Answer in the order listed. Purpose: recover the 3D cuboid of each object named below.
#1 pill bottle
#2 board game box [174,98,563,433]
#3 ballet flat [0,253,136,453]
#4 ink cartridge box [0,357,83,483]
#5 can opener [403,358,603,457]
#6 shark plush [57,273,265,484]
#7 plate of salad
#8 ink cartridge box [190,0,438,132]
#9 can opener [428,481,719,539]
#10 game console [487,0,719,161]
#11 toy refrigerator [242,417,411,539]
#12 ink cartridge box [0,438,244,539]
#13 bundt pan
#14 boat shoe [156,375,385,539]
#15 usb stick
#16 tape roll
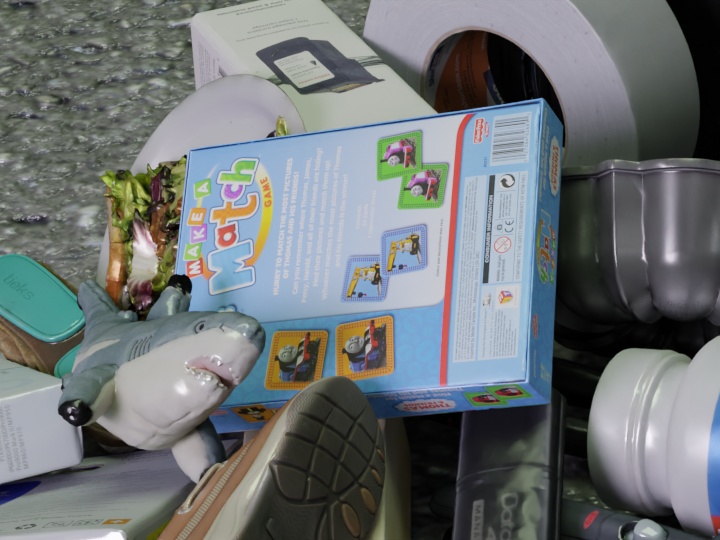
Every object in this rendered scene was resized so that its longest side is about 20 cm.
[{"bbox_3d":[0.216,0.088,1.196,0.200,0.112,0.112,4,31,32],"label":"pill bottle"},{"bbox_3d":[0.000,0.000,1.238,0.200,0.037,0.152,-6,64,23],"label":"board game box"},{"bbox_3d":[-0.148,0.058,1.353,0.068,0.072,0.200,-35,40,-23],"label":"ballet flat"},{"bbox_3d":[-0.258,0.090,1.274,0.200,0.047,0.160,-11,7,-20],"label":"ink cartridge box"},{"bbox_3d":[0.055,0.058,1.321,0.200,0.079,0.063,22,80,21],"label":"can opener"},{"bbox_3d":[-0.096,0.041,1.213,0.091,0.083,0.200,29,1,-13],"label":"shark plush"},{"bbox_3d":[-0.097,-0.016,1.370,0.048,0.200,0.200,20,14,-37],"label":"plate of salad"},{"bbox_3d":[-0.025,-0.057,1.453,0.084,0.145,0.200,-14,32,-18],"label":"ink cartridge box"},{"bbox_3d":[0.116,0.138,1.183,0.200,0.064,0.079,20,40,35],"label":"can opener"},{"bbox_3d":[0.144,-0.140,1.511,0.116,0.200,0.176,-11,30,-11],"label":"game console"},{"bbox_3d":[-0.017,0.130,1.217,0.076,0.070,0.200,-10,30,7],"label":"toy refrigerator"},{"bbox_3d":[-0.172,0.131,1.213,0.197,0.047,0.200,-8,3,15],"label":"ink cartridge box"},{"bbox_3d":[0.173,0.004,1.311,0.201,0.076,0.202,4,-13,1],"label":"bundt pan"},{"bbox_3d":[-0.052,0.114,1.120,0.072,0.076,0.200,-13,22,32],"label":"boat shoe"},{"bbox_3d":[0.067,0.138,1.156,0.055,0.033,0.200,-10,50,20],"label":"usb stick"},{"bbox_3d":[0.095,-0.104,1.436,0.200,0.201,0.066,19,37,35],"label":"tape roll"}]
